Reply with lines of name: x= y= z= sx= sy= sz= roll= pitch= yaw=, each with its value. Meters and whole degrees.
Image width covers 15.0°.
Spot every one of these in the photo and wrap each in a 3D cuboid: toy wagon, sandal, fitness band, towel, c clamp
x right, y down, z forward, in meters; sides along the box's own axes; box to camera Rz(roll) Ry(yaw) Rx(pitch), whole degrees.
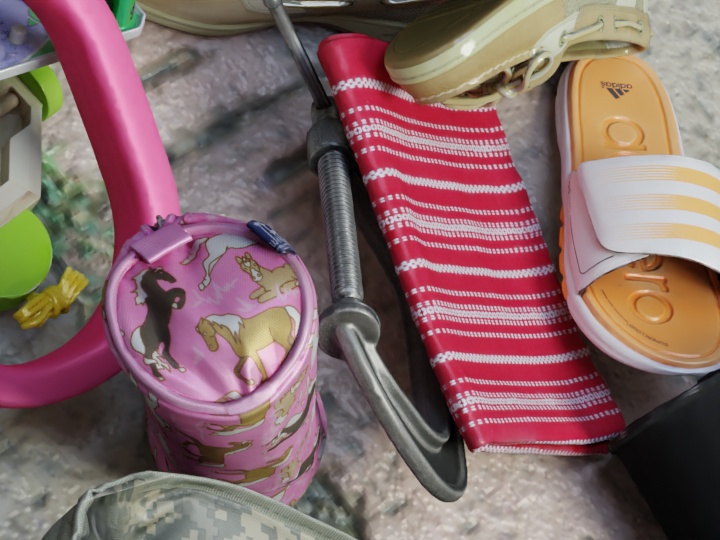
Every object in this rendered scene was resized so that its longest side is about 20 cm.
toy wagon: x=-0.199 y=-0.050 z=1.170 sx=0.200 sy=0.040 sz=0.155 roll=48 pitch=57 yaw=2
sandal: x=0.131 y=-0.042 z=1.281 sx=0.079 sy=0.059 sz=0.207 roll=1 pitch=50 yaw=-12
fitness band: x=-0.144 y=-0.040 z=1.109 sx=0.144 sy=0.037 sz=0.200 roll=-33 pitch=114 yaw=-35
towel: x=0.052 y=-0.011 z=1.236 sx=0.145 sy=0.022 sz=0.200 roll=7 pitch=59 yaw=-59
c clamp: x=0.000 y=0.000 z=1.181 sx=0.171 sy=0.027 sz=0.200 roll=56 pitch=16 yaw=-41

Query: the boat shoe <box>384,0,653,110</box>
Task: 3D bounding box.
boat shoe: x=0.080 y=-0.106 z=1.262 sx=0.201 sy=0.073 sz=0.063 roll=-35 pitch=106 yaw=-57

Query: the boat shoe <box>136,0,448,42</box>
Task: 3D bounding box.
boat shoe: x=-0.032 y=-0.150 z=1.279 sx=0.200 sy=0.065 sz=0.072 roll=6 pitch=64 yaw=-23

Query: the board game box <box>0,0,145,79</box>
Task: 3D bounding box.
board game box: x=-0.224 y=-0.148 z=1.172 sx=0.200 sy=0.026 sz=0.200 roll=-21 pitch=56 yaw=-31

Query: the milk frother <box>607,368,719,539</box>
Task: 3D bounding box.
milk frother: x=0.247 y=0.105 z=1.211 sx=0.180 sy=0.200 sz=0.188 roll=-21 pitch=77 yaw=-35

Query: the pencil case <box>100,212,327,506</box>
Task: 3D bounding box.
pencil case: x=-0.055 y=0.042 z=1.100 sx=0.083 sy=0.200 sz=0.087 roll=15 pitch=73 yaw=6

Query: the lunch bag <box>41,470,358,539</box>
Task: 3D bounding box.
lunch bag: x=-0.054 y=0.166 z=1.059 sx=0.200 sy=0.164 sz=0.118 roll=24 pitch=56 yaw=-13
